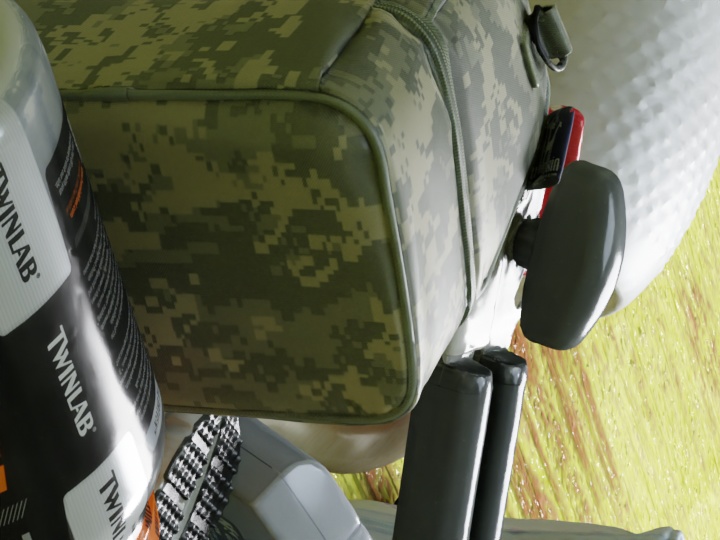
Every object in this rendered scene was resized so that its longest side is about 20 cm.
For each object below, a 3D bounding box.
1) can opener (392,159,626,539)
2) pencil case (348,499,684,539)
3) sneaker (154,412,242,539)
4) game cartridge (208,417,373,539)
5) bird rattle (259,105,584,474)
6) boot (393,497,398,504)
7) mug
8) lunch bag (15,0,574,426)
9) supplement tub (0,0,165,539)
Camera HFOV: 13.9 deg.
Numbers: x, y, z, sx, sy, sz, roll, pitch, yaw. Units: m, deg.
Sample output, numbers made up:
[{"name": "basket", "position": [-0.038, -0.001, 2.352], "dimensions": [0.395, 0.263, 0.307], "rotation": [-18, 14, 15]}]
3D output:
[{"name": "can opener", "position": [0.051, 0.052, 1.157], "dimensions": [0.053, 0.066, 0.201], "rotation": [-9, 116, -53]}, {"name": "pencil case", "position": [0.046, 0.143, 1.292], "dimensions": [0.083, 0.199, 0.091], "rotation": [-58, 153, -64]}, {"name": "sneaker", "position": [-0.118, 0.123, 1.033], "dimensions": [0.201, 0.080, 0.074], "rotation": [-61, 158, -18]}, {"name": "game cartridge", "position": [-0.035, 0.113, 1.159], "dimensions": [0.041, 0.133, 0.200], "rotation": [-42, 143, -16]}, {"name": "bird rattle", "position": [0.000, 0.000, 1.201], "dimensions": [0.199, 0.112, 0.164], "rotation": [7, 97, -42]}, {"name": "boot", "position": [0.050, 0.192, 1.494], "dimensions": [0.198, 0.073, 0.164], "rotation": [-11, 100, -69]}, {"name": "mug", "position": [0.109, -0.064, 1.548], "dimensions": [0.200, 0.147, 0.176], "rotation": [124, -15, -67]}, {"name": "lunch bag", "position": [-0.041, -0.046, 1.024], "dimensions": [0.168, 0.199, 0.140], "rotation": [-60, 145, -50]}, {"name": "supplement tub", "position": [-0.130, 0.019, 0.898], "dimensions": [0.123, 0.122, 0.201], "rotation": [-67, 151, -44]}]
